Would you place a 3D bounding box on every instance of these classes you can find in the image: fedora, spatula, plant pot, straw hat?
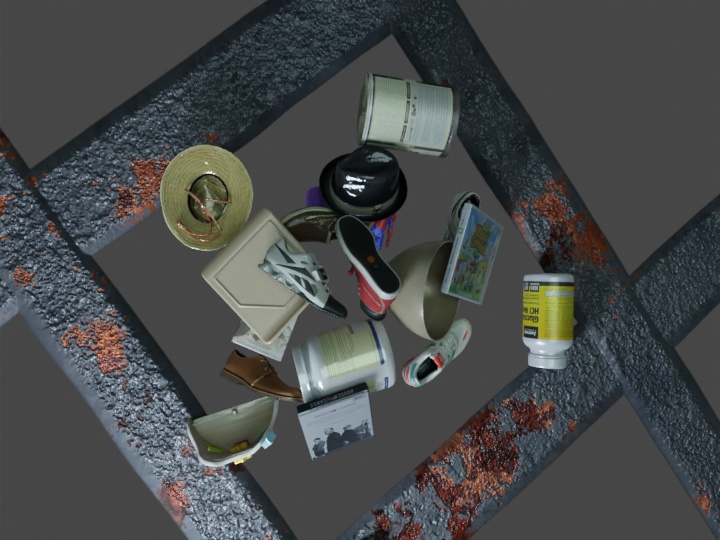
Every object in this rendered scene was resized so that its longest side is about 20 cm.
[{"bbox_3d":[0.011,-0.200,1.141,0.193,0.092,0.207,5,60,-8],"label":"fedora"},{"bbox_3d":[-0.025,-0.165,1.196,0.192,0.021,0.059,-9,86,-7],"label":"spatula"},{"bbox_3d":[0.119,0.035,1.155,0.131,0.198,0.208,8,87,32],"label":"plant pot"},{"bbox_3d":[-0.311,-0.147,1.121,0.193,0.085,0.210,0,94,-6],"label":"straw hat"}]

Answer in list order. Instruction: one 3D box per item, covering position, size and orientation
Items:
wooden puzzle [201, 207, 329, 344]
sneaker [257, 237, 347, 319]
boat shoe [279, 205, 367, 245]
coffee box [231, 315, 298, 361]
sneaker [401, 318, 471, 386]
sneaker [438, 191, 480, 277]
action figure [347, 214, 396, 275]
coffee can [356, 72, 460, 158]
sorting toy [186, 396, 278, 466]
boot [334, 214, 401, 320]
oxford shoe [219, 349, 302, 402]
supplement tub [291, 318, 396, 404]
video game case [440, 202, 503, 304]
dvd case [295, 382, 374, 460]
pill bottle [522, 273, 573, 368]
[{"bbox_3d":[-0.187,0.011,1.086,0.185,0.037,0.200,-45,91,-8],"label":"wooden puzzle"},{"bbox_3d":[-0.094,0.013,1.040,0.197,0.074,0.090,36,85,-3],"label":"sneaker"},{"bbox_3d":[-0.079,-0.091,1.153,0.195,0.076,0.076,-15,51,-9],"label":"boat shoe"},{"bbox_3d":[-0.179,0.069,1.141,0.110,0.080,0.206,21,85,-8],"label":"coffee box"},{"bbox_3d":[0.179,0.184,1.195,0.198,0.093,0.071,-39,95,-8],"label":"sneaker"},{"bbox_3d":[0.220,-0.077,1.210,0.073,0.088,0.208,8,89,-11],"label":"sneaker"},{"bbox_3d":[0.035,-0.077,1.199,0.064,0.052,0.206,23,83,-8],"label":"action figure"},{"bbox_3d":[0.098,-0.330,1.163,0.192,0.146,0.152,6,88,-9],"label":"coffee can"},{"bbox_3d":[-0.244,0.334,1.075,0.193,0.180,0.111,-16,91,-9],"label":"sorting toy"},{"bbox_3d":[0.000,0.000,1.116,0.071,0.145,0.203,-24,69,-24],"label":"boot"},{"bbox_3d":[-0.197,0.214,1.109,0.194,0.071,0.073,19,80,21],"label":"oxford shoe"},{"bbox_3d":[-0.036,0.193,1.131,0.193,0.145,0.150,-14,91,-10],"label":"supplement tub"},{"bbox_3d":[0.244,-0.029,1.172,0.022,0.198,0.189,16,90,35],"label":"video game case"},{"bbox_3d":[-0.046,0.313,1.119,0.145,0.204,0.025,-17,48,-9],"label":"dvd case"},{"bbox_3d":[0.422,0.111,1.228,0.108,0.112,0.208,2,88,-9],"label":"pill bottle"}]
